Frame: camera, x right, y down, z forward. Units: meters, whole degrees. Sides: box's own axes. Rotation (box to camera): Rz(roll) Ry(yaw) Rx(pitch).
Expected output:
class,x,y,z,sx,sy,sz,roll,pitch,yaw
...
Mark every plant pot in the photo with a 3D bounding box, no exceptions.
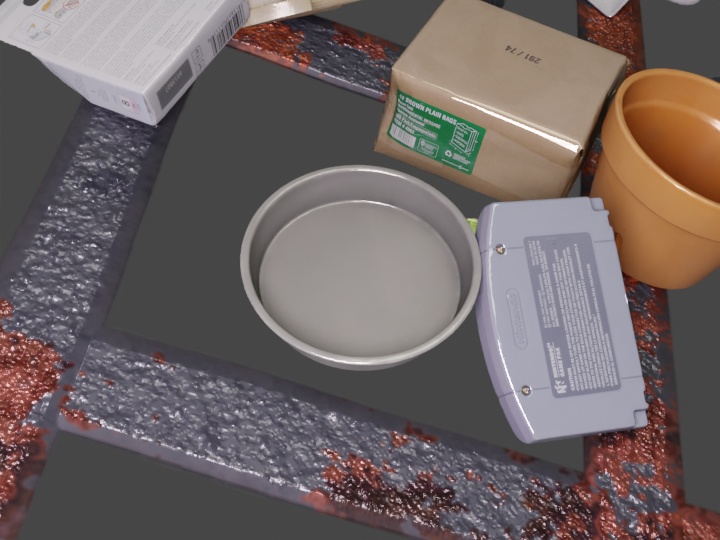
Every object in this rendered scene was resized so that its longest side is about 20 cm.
class,x,y,z,sx,sy,sz,roll,pitch,yaw
plant pot,0.309,-0.077,1.147,0.198,0.141,0.201,12,44,-12

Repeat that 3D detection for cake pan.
class,x,y,z,sx,sy,sz,roll,pitch,yaw
cake pan,0.000,0.000,0.978,0.198,0.037,0.202,2,54,-2

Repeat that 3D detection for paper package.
class,x,y,z,sx,sy,sz,roll,pitch,yaw
paper package,0.140,-0.166,1.165,0.198,0.104,0.191,24,43,10

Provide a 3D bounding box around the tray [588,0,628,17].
class,x,y,z,sx,sy,sz,roll,pitch,yaw
tray,0.288,-0.417,1.512,0.200,0.107,0.022,47,6,22

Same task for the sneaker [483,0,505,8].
class,x,y,z,sx,sy,sz,roll,pitch,yaw
sneaker,0.079,-0.352,1.365,0.199,0.074,0.081,30,81,-11

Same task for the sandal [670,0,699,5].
class,x,y,z,sx,sy,sz,roll,pitch,yaw
sandal,0.364,-0.417,1.552,0.205,0.059,0.080,20,44,-4

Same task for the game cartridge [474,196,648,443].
class,x,y,z,sx,sy,sz,roll,pitch,yaw
game cartridge,0.162,0.039,0.988,0.132,0.040,0.202,-3,76,-23

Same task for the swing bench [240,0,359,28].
class,x,y,z,sx,sy,sz,roll,pitch,yaw
swing bench,-0.079,-0.355,1.181,0.199,0.129,0.201,-23,104,-39

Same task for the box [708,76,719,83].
class,x,y,z,sx,sy,sz,roll,pitch,yaw
box,0.465,-0.106,1.260,0.195,0.118,0.201,-10,54,-32

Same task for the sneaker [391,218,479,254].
class,x,y,z,sx,sy,sz,roll,pitch,yaw
sneaker,0.123,-0.023,1.059,0.198,0.077,0.076,8,47,-15

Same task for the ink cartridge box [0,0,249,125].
class,x,y,z,sx,sy,sz,roll,pitch,yaw
ink cartridge box,-0.229,-0.231,1.108,0.198,0.057,0.163,20,58,24
